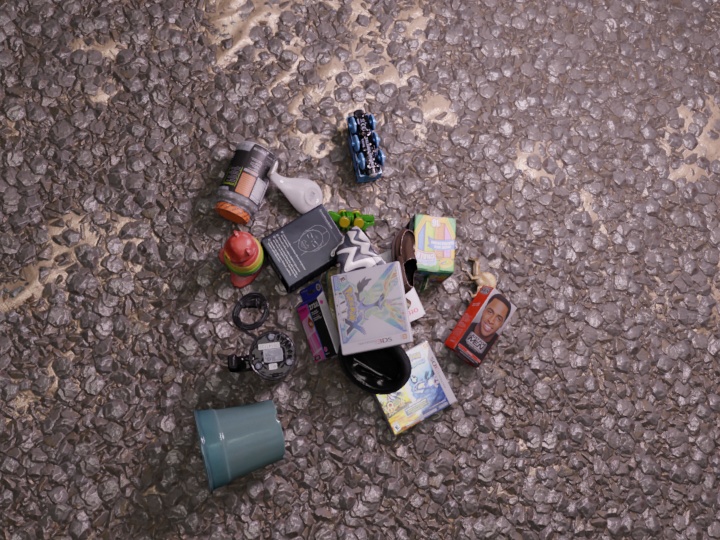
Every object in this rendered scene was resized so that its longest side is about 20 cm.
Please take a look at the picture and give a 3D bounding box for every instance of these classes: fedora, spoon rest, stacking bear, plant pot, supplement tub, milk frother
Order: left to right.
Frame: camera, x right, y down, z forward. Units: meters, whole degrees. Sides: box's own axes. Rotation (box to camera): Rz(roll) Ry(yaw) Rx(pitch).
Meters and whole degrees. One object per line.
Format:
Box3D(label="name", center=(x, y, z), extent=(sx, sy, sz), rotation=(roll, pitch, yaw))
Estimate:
Box3D(label="plant pot", center=(-0.295, 0.417, 1.534), extent=(0.193, 0.200, 0.203), rotation=(-12, 80, -18))
Box3D(label="stacking bear", center=(-0.307, -0.044, 1.615), extent=(0.113, 0.200, 0.123), rotation=(-28, 83, -13))
Box3D(label="supplement tub", center=(-0.314, -0.236, 1.695), extent=(0.121, 0.123, 0.203), rotation=(22, 76, -3))
Box3D(label="milk frother", center=(-0.244, 0.175, 1.584), extent=(0.178, 0.188, 0.203), rotation=(11, 76, -6))
Box3D(label="spoon rest", center=(-0.181, -0.228, 1.717), extent=(0.199, 0.060, 0.101), rotation=(36, 69, -37))
Box3D(label="fedora", center=(0.043, 0.220, 1.614), extent=(0.197, 0.092, 0.204), rotation=(6, 113, 14))

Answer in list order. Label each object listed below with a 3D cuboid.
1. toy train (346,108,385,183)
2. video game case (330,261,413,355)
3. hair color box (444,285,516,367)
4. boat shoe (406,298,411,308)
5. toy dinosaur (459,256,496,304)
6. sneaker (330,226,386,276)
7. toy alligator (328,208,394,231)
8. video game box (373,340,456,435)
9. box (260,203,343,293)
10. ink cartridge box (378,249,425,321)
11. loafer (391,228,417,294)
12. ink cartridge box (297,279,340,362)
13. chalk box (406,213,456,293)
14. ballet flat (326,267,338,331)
Box3D(label="toy train", center=(0.010, -0.352, 1.769), extent=(0.085, 0.114, 0.203), rotation=(-11, 80, -13))
Box3D(label="video game case", center=(0.026, 0.094, 1.539), extent=(0.180, 0.022, 0.203), rotation=(-12, 77, 13))
Box3D(label="hair color box", center=(0.330, 0.153, 1.710), extent=(0.101, 0.061, 0.201), rotation=(37, 82, -20))
Box3D(label="boat shoe", center=(0.032, 0.085, 1.627), extent=(0.197, 0.072, 0.077), rotation=(14, 91, 5))
Box3D(label="toy dinosaur", center=(0.346, 0.054, 1.761), extent=(0.100, 0.058, 0.202), rotation=(-25, 83, -13))
Box3D(label="sneaker", center=(0.000, 0.000, 1.628), extent=(0.129, 0.080, 0.200), rotation=(-37, 106, 0))
Box3D(label="toy alligator", center=(-0.004, -0.134, 1.757), extent=(0.197, 0.060, 0.055), rotation=(4, 121, -13))
Box3D(label="video game box", center=(0.134, 0.316, 1.683), extent=(0.198, 0.047, 0.184), rotation=(-26, 80, -12))
Box3D(label="box", center=(-0.150, -0.058, 1.689), extent=(0.198, 0.107, 0.150), rotation=(-31, 84, -12))
Box3D(label="ink cartridge box", center=(0.068, 0.062, 1.705), extent=(0.146, 0.086, 0.203), rotation=(-21, 83, -11))
Box3D(label="loafer", center=(0.123, -0.022, 1.604), extent=(0.073, 0.070, 0.203), rotation=(33, 53, -39))
Box3D(label="ink cartridge box", center=(-0.114, 0.136, 1.660), extent=(0.037, 0.094, 0.203), rotation=(-8, 76, -44))
Box3D(label="chalk box", center=(0.190, -0.039, 1.725), extent=(0.122, 0.125, 0.203), rotation=(5, 79, -6))
Box3D(label="ballet flat", center=(-0.056, 0.088, 1.687), extent=(0.069, 0.071, 0.203), rotation=(-1, 76, -8))
